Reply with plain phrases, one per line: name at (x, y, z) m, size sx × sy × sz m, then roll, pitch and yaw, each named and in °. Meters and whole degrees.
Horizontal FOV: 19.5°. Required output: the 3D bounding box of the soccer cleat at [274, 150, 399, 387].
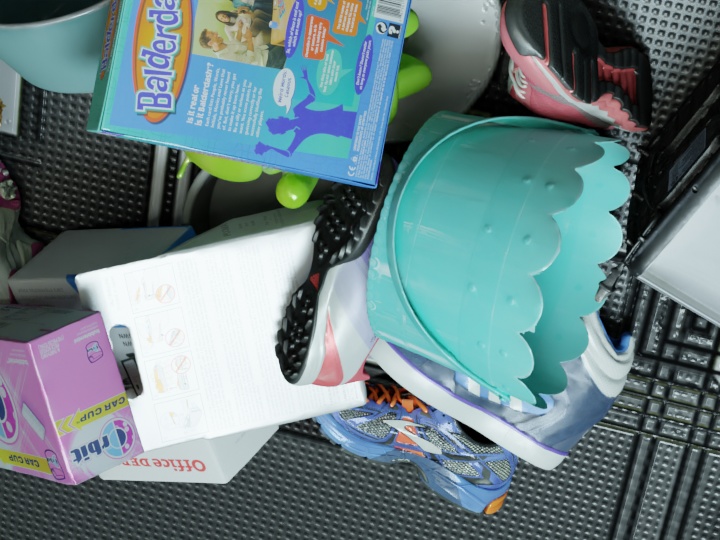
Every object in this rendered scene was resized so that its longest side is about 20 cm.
soccer cleat at (0.000, 0.000, 1.551) m, size 0.073 × 0.068 × 0.200 m, roll 6°, pitch 120°, yaw -28°

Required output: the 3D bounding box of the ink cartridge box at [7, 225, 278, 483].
ink cartridge box at (-0.174, 0.070, 1.691) m, size 0.146 × 0.084 × 0.200 m, roll -2°, pitch 120°, yaw 37°

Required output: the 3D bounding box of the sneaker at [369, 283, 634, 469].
sneaker at (0.115, 0.050, 1.631) m, size 0.200 × 0.081 × 0.147 m, roll 33°, pitch 102°, yaw -10°

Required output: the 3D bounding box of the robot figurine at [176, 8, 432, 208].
robot figurine at (-0.053, -0.136, 1.515) m, size 0.200 × 0.116 × 0.176 m, roll -23°, pitch 115°, yaw -16°

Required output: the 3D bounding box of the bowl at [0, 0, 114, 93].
bowl at (-0.197, -0.204, 1.517) m, size 0.200 × 0.201 × 0.105 m, roll -5°, pitch 137°, yaw 16°

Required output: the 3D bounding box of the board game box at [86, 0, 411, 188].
board game box at (-0.073, -0.149, 1.422) m, size 0.200 × 0.045 × 0.152 m, roll 11°, pitch 91°, yaw -19°

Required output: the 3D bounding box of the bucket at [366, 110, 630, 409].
bucket at (0.100, -0.015, 1.516) m, size 0.135 × 0.207 × 0.207 m, roll 16°, pitch 122°, yaw 18°

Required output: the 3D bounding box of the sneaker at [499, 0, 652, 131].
sneaker at (0.134, -0.137, 1.478) m, size 0.087 × 0.074 × 0.200 m, roll -8°, pitch 161°, yaw 30°

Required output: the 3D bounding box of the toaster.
toaster at (0.271, -0.064, 1.470) m, size 0.119 × 0.181 × 0.200 m, roll 33°, pitch 121°, yaw -8°

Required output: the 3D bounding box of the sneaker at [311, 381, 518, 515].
sneaker at (0.043, 0.119, 1.704) m, size 0.200 × 0.075 × 0.078 m, roll 26°, pitch 113°, yaw -11°

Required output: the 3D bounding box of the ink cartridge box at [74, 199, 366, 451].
ink cartridge box at (-0.106, 0.046, 1.612) m, size 0.200 × 0.050 × 0.161 m, roll -12°, pitch 112°, yaw -4°

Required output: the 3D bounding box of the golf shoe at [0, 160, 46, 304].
golf shoe at (-0.306, -0.006, 1.718) m, size 0.091 × 0.075 × 0.200 m, roll -10°, pitch 111°, yaw 31°

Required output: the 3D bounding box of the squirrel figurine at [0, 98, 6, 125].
squirrel figurine at (-0.332, -0.131, 1.600) m, size 0.200 × 0.141 × 0.187 m, roll 45°, pitch 104°, yaw 23°

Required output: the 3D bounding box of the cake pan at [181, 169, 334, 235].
cake pan at (-0.041, -0.026, 1.653) m, size 0.200 × 0.037 × 0.201 m, roll 6°, pitch 121°, yaw 10°

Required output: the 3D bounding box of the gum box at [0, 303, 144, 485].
gum box at (-0.255, 0.091, 1.610) m, size 0.200 × 0.066 × 0.114 m, roll 3°, pitch 113°, yaw 55°
